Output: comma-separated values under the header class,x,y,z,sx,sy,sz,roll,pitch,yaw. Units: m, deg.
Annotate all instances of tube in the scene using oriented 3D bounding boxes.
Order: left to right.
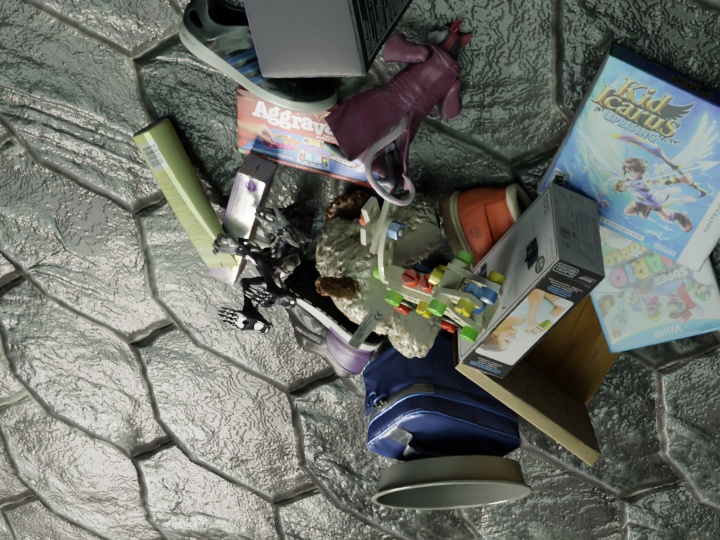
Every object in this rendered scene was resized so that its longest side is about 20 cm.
class,x,y,z,sx,sy,sz,roll,pitch,yaw
tube,-0.215,-0.090,1.710,0.052,0.058,0.200,-24,104,10

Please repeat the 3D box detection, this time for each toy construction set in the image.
class,x,y,z,sx,sy,sz,roll,pitch,yaw
toy construction set,0.071,0.007,1.484,0.200,0.092,0.131,38,176,32

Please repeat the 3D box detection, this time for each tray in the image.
class,x,y,z,sx,sy,sz,roll,pitch,yaw
tray,0.270,0.076,1.674,0.098,0.037,0.200,25,131,2

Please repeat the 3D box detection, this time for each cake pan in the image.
class,x,y,z,sx,sy,sz,roll,pitch,yaw
cake pan,0.112,0.263,1.705,0.200,0.037,0.200,-3,161,-1

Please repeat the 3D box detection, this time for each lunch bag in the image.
class,x,y,z,sx,sy,sz,roll,pitch,yaw
lunch bag,0.097,0.174,1.709,0.200,0.133,0.136,17,141,-30

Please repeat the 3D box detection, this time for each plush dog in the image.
class,x,y,z,sx,sy,sz,roll,pitch,yaw
plush dog,0.000,0.000,1.635,0.160,0.172,0.201,-7,105,-20

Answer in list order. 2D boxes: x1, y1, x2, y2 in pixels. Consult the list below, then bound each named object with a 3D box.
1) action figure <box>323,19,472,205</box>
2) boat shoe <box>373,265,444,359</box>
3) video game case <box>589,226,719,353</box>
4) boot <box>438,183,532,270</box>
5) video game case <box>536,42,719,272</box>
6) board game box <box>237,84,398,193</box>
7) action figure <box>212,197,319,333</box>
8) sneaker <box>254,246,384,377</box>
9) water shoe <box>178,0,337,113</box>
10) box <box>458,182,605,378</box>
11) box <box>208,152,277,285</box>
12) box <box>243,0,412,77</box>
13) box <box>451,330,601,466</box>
class,x,y,z,sx,sy,sz,roll,pitch,yaw
action figure,0.048,-0.190,1.482,0.134,0.149,0.200,37,99,-19
boat shoe,0.067,0.066,1.735,0.063,0.074,0.201,55,142,17
video game case,0.323,-0.008,1.565,0.143,0.018,0.200,-15,111,21
boot,0.179,-0.012,1.621,0.107,0.075,0.200,-15,118,26
video game case,0.317,-0.119,1.475,0.200,0.045,0.182,26,120,2
board game box,-0.049,-0.157,1.625,0.199,0.019,0.103,15,137,11
action figure,-0.110,-0.027,1.632,0.102,0.200,0.119,33,130,-20
sneaker,-0.070,0.058,1.740,0.200,0.076,0.088,42,124,15
water shoe,-0.110,-0.248,1.553,0.200,0.072,0.079,27,127,-2
box,0.181,0.014,1.507,0.060,0.117,0.200,21,134,-20
box,-0.149,-0.061,1.724,0.039,0.041,0.200,25,136,2
box,-0.036,-0.326,1.375,0.123,0.199,0.200,2,126,21
box,0.193,0.138,1.627,0.200,0.164,0.021,36,104,-8
